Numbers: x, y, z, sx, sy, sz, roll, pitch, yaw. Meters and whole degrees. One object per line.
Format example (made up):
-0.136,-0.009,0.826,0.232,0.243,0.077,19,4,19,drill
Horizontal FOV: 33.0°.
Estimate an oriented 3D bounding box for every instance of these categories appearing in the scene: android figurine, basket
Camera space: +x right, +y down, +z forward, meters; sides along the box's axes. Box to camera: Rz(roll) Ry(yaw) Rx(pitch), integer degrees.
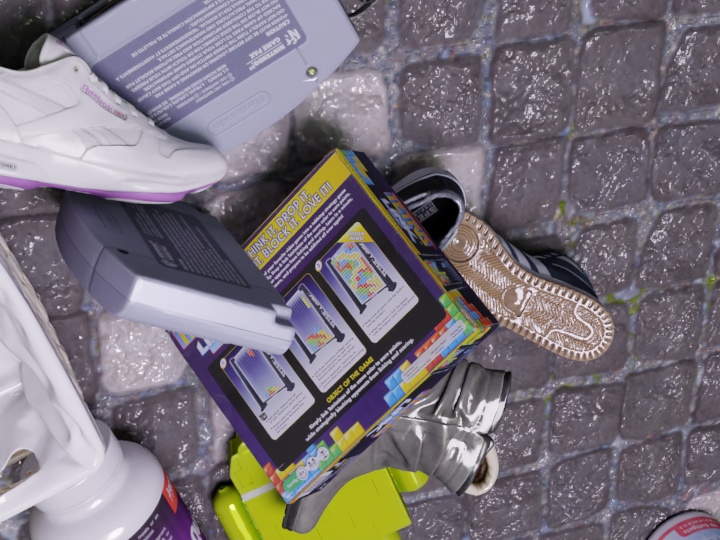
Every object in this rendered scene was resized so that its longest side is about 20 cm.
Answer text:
-0.036,0.181,1.026,0.180,0.041,0.202,-26,108,2,android figurine
-0.278,0.059,0.828,0.134,0.123,0.202,-26,122,-9,basket

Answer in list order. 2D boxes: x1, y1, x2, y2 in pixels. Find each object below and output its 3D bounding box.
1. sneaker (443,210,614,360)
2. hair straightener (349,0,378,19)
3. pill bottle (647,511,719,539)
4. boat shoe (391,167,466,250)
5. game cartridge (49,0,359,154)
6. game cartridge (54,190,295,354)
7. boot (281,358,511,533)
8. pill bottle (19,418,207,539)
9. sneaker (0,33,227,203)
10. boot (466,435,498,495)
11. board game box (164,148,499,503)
0.117,-0.001,1.014,0.198,0.109,0.071,32,105,-2,sneaker
0.044,-0.226,0.873,0.198,0.041,0.078,-27,123,-9,hair straightener
0.371,0.342,1.213,0.107,0.200,0.110,-10,120,-19,pill bottle
0.000,0.000,0.934,0.199,0.068,0.072,-35,106,11,boat shoe
-0.107,-0.149,0.834,0.198,0.041,0.134,-30,120,5,game cartridge
-0.134,-0.009,0.811,0.132,0.200,0.041,20,103,-29,game cartridge
0.029,0.145,0.952,0.129,0.068,0.202,29,101,0,boot
-0.185,0.214,0.955,0.111,0.113,0.202,-29,124,-8,pill bottle
-0.171,-0.096,0.782,0.198,0.074,0.101,7,90,-36,sneaker
0.062,0.096,1.009,0.074,0.107,0.201,-29,121,-4,boot
-0.025,0.041,0.882,0.200,0.166,0.057,-44,163,21,board game box
